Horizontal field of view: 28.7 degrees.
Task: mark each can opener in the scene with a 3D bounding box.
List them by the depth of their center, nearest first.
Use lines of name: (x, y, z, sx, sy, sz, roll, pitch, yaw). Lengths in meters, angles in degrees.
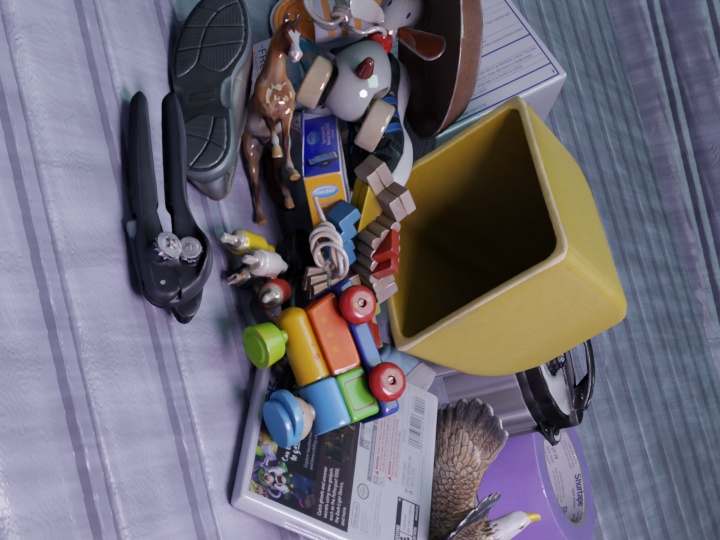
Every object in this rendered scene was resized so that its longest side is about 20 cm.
can opener: (-0.163, -0.058, 1.141, 0.063, 0.079, 0.201, -2, 68, -26)

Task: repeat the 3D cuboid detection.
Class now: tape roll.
tape roll: (0.212, 0.254, 1.728, 0.200, 0.085, 0.201, 48, 33, -47)

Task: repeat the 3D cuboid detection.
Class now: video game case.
video game case: (-0.017, 0.155, 1.239, 0.181, 0.023, 0.201, 27, 42, -18)

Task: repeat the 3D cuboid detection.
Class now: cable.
cable: (-0.065, 0.001, 1.303, 0.097, 0.050, 0.200, 59, 24, 6)

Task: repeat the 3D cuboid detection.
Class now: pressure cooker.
pressure cooker: (0.158, 0.101, 1.554, 0.176, 0.199, 0.179, 51, 31, -46)

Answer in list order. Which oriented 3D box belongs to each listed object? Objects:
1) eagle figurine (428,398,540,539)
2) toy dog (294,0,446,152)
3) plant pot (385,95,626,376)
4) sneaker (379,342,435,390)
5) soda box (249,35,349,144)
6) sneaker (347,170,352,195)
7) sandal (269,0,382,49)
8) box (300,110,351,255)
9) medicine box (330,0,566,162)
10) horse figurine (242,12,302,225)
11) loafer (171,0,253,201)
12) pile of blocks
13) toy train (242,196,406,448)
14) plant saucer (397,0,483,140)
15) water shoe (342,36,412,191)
eagle figurine: (0.093, 0.237, 1.302, 0.151, 0.151, 0.201, -39, 131, -23)
toy dog: (0.014, -0.215, 1.340, 0.131, 0.096, 0.201, 14, 58, -17)
plant pot: (0.151, -0.007, 1.378, 0.200, 0.195, 0.195, 32, 36, -43)
sneaker: (-0.006, 0.130, 1.361, 0.082, 0.074, 0.200, 34, 31, 14)
soda box: (-0.047, -0.183, 1.458, 0.200, 0.068, 0.064, 16, 61, -65)
sneaker: (0.022, -0.066, 1.516, 0.200, 0.075, 0.105, -55, 122, -73)
sandal: (0.002, -0.291, 1.506, 0.059, 0.206, 0.079, 107, -33, -61)
box: (-0.025, -0.054, 1.355, 0.119, 0.041, 0.201, -96, 178, -57)
medicine box: (0.095, -0.231, 1.584, 0.200, 0.182, 0.103, 56, -22, 18)
horse figurine: (-0.080, -0.127, 1.305, 0.200, 0.050, 0.133, 107, -23, -64)
loafer: (-0.132, -0.157, 1.272, 0.063, 0.071, 0.201, 73, 19, -61)
pile of blocks: (0.000, 0.000, 1.281, 0.082, 0.062, 0.201, -5, 115, -34)
toy train: (-0.051, 0.045, 1.204, 0.115, 0.085, 0.201, -19, 86, -32)
plant saucer: (0.081, -0.231, 1.413, 0.200, 0.034, 0.201, 179, -90, -74)
water shoe: (0.003, -0.148, 1.405, 0.079, 0.071, 0.201, 38, 37, -34)
